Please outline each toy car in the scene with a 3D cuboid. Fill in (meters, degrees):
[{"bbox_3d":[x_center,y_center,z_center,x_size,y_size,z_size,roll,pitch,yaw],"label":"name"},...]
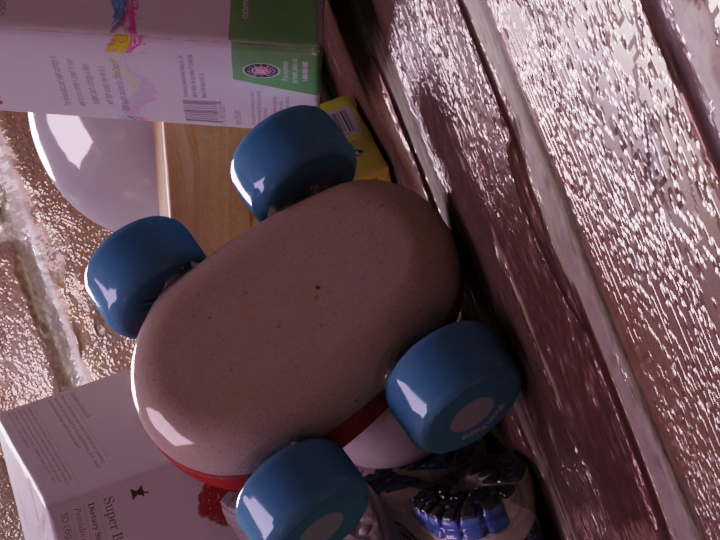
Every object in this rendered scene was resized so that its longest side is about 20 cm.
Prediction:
[{"bbox_3d":[-0.012,0.057,1.137,0.185,0.176,0.200,53,178,29],"label":"toy car"}]

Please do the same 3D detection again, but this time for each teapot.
[{"bbox_3d":[-0.107,-0.110,1.425,0.145,0.198,0.200,0,142,46],"label":"teapot"}]

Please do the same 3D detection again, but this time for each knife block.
[{"bbox_3d":[-0.100,-0.097,1.328,0.175,0.200,0.064,41,180,-14],"label":"knife block"}]

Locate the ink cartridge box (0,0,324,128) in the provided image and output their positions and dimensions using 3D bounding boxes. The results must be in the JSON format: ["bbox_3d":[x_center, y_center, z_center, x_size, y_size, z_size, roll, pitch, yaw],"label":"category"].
[{"bbox_3d":[-0.118,-0.136,1.151,0.145,0.198,0.088,98,174,-78],"label":"ink cartridge box"}]

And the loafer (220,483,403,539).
[{"bbox_3d":[-0.015,0.149,1.196,0.070,0.070,0.200,50,171,-18],"label":"loafer"}]

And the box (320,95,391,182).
[{"bbox_3d":[0.000,0.000,1.297,0.075,0.050,0.201,-118,9,-47],"label":"box"}]

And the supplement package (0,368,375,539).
[{"bbox_3d":[-0.100,0.129,1.340,0.120,0.198,0.122,-136,32,-57],"label":"supplement package"}]

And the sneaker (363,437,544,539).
[{"bbox_3d":[0.053,0.141,1.186,0.200,0.077,0.086,-145,31,-79],"label":"sneaker"}]
